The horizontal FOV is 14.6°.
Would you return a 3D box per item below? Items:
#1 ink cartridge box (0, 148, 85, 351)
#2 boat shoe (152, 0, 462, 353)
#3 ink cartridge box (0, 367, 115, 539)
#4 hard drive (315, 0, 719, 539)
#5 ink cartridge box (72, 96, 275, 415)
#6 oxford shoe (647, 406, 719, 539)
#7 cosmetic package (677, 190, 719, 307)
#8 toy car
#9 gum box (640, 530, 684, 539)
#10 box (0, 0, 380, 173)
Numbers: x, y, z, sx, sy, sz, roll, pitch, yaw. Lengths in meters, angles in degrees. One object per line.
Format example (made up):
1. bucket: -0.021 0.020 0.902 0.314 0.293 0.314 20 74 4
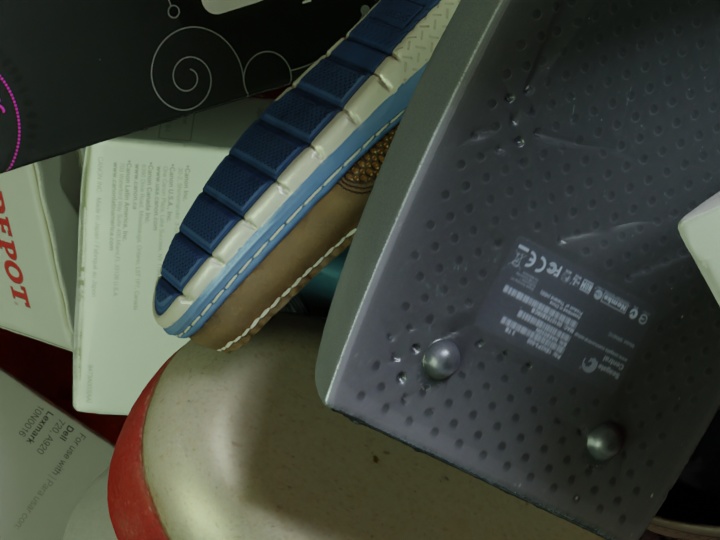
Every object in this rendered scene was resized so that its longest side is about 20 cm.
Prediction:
1. ink cartridge box: -0.172 -0.071 1.071 0.199 0.083 0.147 17 132 30
2. boat shoe: 0.022 -0.042 0.852 0.200 0.072 0.072 -46 109 2
3. ink cartridge box: -0.202 0.078 1.119 0.200 0.084 0.146 34 147 1
4. hard drive: 0.072 -0.032 0.820 0.042 0.135 0.201 26 90 59
5. ink cartridge box: 0.000 0.000 0.997 0.199 0.050 0.109 5 117 -3
6. oxford shoe: 0.172 0.055 0.866 0.199 0.073 0.072 -11 95 12
7. cosmetic package: 0.180 -0.014 0.780 0.071 0.200 0.102 -26 93 40
8. toy car: -0.028 0.103 0.955 0.176 0.185 0.200 25 148 -21
9. gum box: 0.162 0.182 0.965 0.113 0.066 0.201 -8 105 37
10. box: -0.087 -0.122 0.905 0.124 0.199 0.149 6 113 63
